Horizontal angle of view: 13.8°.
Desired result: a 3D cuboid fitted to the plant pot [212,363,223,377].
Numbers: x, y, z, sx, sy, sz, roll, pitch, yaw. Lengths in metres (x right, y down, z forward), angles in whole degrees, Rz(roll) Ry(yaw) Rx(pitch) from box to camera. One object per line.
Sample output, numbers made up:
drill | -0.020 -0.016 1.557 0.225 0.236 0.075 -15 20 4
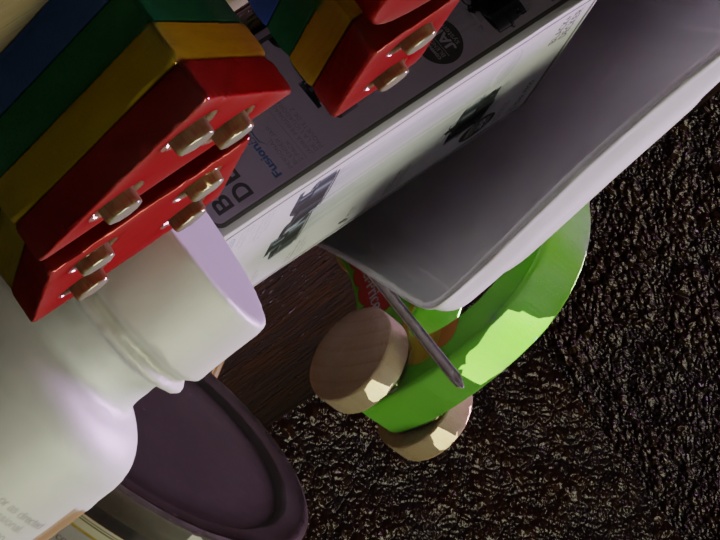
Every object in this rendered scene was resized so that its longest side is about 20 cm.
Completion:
plant pot | -0.084 0.049 1.400 0.200 0.027 0.201 23 90 -89

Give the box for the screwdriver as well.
screwdriver | 0.000 0.000 1.317 0.028 0.200 0.029 8 122 -33

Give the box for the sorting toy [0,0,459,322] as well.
sorting toy | -0.036 -0.071 0.814 0.200 0.070 0.199 -35 176 -16

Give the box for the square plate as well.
square plate | 0.062 -0.063 1.272 0.198 0.028 0.200 -42 -153 -11

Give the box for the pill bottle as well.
pill bottle | -0.134 0.041 0.946 0.200 0.115 0.114 -36 176 6

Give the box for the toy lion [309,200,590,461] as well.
toy lion | 0.055 -0.040 1.357 0.191 0.069 0.200 -38 -143 20

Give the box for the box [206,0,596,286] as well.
box | -0.010 -0.061 1.156 0.200 0.060 0.117 -35 170 -23

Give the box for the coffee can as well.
coffee can | -0.135 0.125 1.101 0.200 0.146 0.146 -52 171 17
